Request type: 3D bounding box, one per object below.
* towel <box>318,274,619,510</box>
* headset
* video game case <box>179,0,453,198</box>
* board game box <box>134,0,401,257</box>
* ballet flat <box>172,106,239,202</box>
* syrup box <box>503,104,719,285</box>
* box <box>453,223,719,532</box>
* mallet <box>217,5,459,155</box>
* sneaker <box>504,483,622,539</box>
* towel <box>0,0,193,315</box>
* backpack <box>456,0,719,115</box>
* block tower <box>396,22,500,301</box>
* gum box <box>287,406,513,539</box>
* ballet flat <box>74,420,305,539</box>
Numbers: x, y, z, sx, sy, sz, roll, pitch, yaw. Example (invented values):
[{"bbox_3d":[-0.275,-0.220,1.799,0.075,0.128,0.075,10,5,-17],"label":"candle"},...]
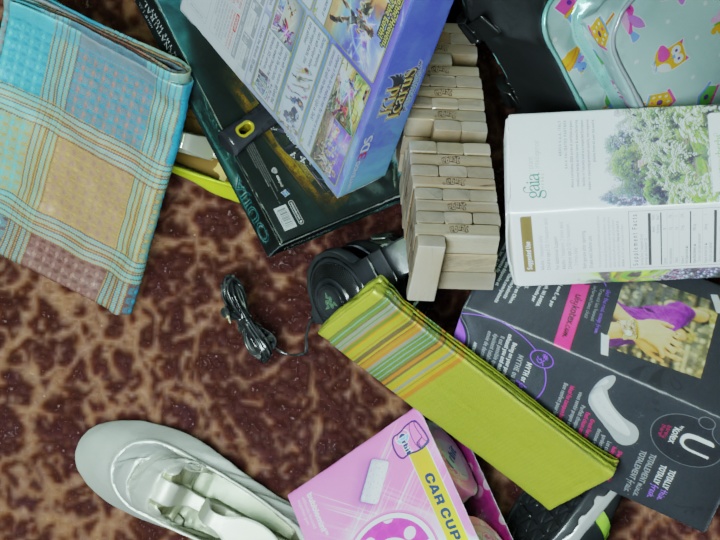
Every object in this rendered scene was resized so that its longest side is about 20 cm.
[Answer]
[{"bbox_3d":[0.068,0.081,1.527,0.200,0.086,0.018,38,58,-10],"label":"towel"},{"bbox_3d":[0.000,0.000,1.589,0.200,0.123,0.094,-32,83,22],"label":"headset"},{"bbox_3d":[-0.028,-0.175,1.474,0.045,0.200,0.181,-24,64,-31],"label":"video game case"},{"bbox_3d":[-0.049,-0.122,1.604,0.135,0.028,0.200,-23,81,-30],"label":"board game box"},{"bbox_3d":[-0.098,-0.084,1.629,0.200,0.067,0.067,15,92,8],"label":"ballet flat"},{"bbox_3d":[0.189,-0.048,1.473,0.200,0.081,0.079,-3,54,7],"label":"syrup box"},{"bbox_3d":[0.164,0.062,1.541,0.200,0.122,0.106,24,52,8],"label":"box"},{"bbox_3d":[-0.023,-0.146,1.590,0.200,0.041,0.066,-30,83,-26],"label":"mallet"},{"bbox_3d":[0.129,0.214,1.600,0.083,0.072,0.200,34,89,-26],"label":"sneaker"},{"bbox_3d":[-0.197,-0.079,1.617,0.147,0.022,0.200,26,121,13],"label":"towel"},{"bbox_3d":[0.183,-0.186,1.522,0.153,0.176,0.200,22,68,40],"label":"backpack"},{"bbox_3d":[0.053,-0.072,1.516,0.058,0.054,0.200,2,49,-5],"label":"block tower"},{"bbox_3d":[0.044,0.205,1.550,0.113,0.066,0.200,-36,56,17],"label":"gum box"},{"bbox_3d":[-0.109,0.158,1.626,0.200,0.069,0.070,26,92,9],"label":"ballet flat"}]
